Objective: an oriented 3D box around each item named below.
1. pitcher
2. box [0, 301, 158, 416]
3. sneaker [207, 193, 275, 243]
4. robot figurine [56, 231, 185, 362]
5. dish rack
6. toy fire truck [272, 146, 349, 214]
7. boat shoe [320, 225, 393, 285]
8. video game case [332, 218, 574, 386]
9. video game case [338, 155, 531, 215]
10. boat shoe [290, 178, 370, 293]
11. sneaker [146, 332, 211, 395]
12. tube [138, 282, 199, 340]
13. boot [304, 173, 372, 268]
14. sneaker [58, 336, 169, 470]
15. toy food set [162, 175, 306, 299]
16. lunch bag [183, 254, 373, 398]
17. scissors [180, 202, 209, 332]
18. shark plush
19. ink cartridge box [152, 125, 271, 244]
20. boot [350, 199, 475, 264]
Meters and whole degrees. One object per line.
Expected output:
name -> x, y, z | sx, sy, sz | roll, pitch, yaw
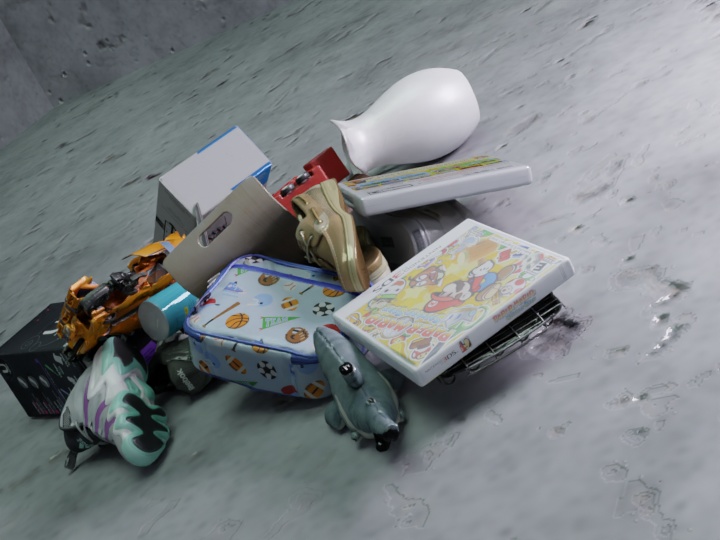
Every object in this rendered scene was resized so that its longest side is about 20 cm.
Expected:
pitcher -> 0.062, -0.196, 1.784 | 0.198, 0.122, 0.172 | -25, -15, -7
box -> -0.365, 0.111, 1.628 | 0.198, 0.107, 0.122 | -8, 28, 45
sneaker -> -0.143, -0.043, 1.751 | 0.080, 0.075, 0.199 | 35, 45, 26
robot figurine -> -0.282, 0.032, 1.502 | 0.199, 0.058, 0.146 | -30, -23, -46
dish rack -> 0.115, 0.049, 1.220 | 0.152, 0.055, 0.200 | -32, 23, -2
toy fire truck -> -0.094, -0.093, 1.691 | 0.199, 0.049, 0.141 | -38, 9, -12
boat shoe -> 0.000, 0.000, 1.468 | 0.072, 0.065, 0.200 | -35, 17, -3
video game case -> 0.083, 0.024, 1.211 | 0.181, 0.023, 0.200 | -35, 24, -13
video game case -> 0.081, -0.101, 1.475 | 0.197, 0.023, 0.182 | -12, 11, -8
boat shoe -> -0.035, -0.030, 1.358 | 0.064, 0.072, 0.201 | -17, 29, -2
sneaker -> -0.180, 0.103, 1.468 | 0.198, 0.067, 0.091 | -19, 25, 35
tube -> -0.186, 0.020, 1.539 | 0.199, 0.050, 0.078 | -36, -25, -45
boot -> -0.023, -0.066, 1.661 | 0.199, 0.065, 0.186 | -35, 22, -24
sneaker -> -0.291, 0.184, 1.429 | 0.140, 0.077, 0.201 | -47, 33, 13
toy food set -> -0.135, -0.024, 1.471 | 0.143, 0.200, 0.061 | -43, 65, 3
lunch bag -> -0.085, 0.053, 1.355 | 0.198, 0.076, 0.161 | 14, 44, 26
scissors -> -0.190, 0.000, 1.620 | 0.072, 0.014, 0.203 | -1, 61, 8
shark plush -> -0.007, 0.119, 1.171 | 0.090, 0.084, 0.200 | -26, 21, 7
ink cartridge box -> -0.213, -0.088, 1.788 | 0.146, 0.084, 0.201 | -40, -15, -27
boot -> 0.064, -0.050, 1.515 | 0.094, 0.075, 0.200 | -19, 16, -21
